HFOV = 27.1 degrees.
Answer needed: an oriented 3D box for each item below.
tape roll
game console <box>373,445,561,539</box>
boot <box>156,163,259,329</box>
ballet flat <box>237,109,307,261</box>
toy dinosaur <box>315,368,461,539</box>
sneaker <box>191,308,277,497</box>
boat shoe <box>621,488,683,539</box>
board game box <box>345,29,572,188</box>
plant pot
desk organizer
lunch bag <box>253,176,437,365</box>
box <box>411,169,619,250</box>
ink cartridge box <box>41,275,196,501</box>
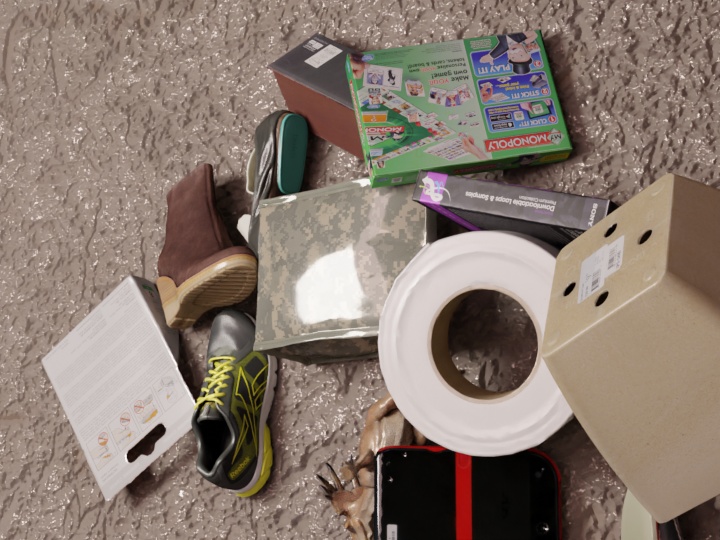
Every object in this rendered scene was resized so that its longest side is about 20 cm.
[{"bbox_3d":[0.118,0.063,1.351,0.201,0.071,0.205,1,92,17],"label":"tape roll"},{"bbox_3d":[0.099,0.262,1.370,0.175,0.031,0.202,0,76,1],"label":"game console"},{"bbox_3d":[-0.170,-0.041,1.610,0.200,0.072,0.168,-32,55,54],"label":"boot"},{"bbox_3d":[-0.094,-0.072,1.608,0.068,0.068,0.202,-6,73,43],"label":"ballet flat"},{"bbox_3d":[0.022,0.174,1.468,0.085,0.136,0.201,29,70,-7],"label":"toy dinosaur"},{"bbox_3d":[-0.136,0.134,1.570,0.074,0.084,0.202,-16,70,28],"label":"sneaker"},{"bbox_3d":[0.270,0.274,1.290,0.062,0.071,0.202,-1,70,-11],"label":"boat shoe"},{"bbox_3d":[0.094,-0.159,1.457,0.198,0.029,0.136,-8,70,-9],"label":"board game box"},{"bbox_3d":[0.259,0.045,1.207,0.200,0.177,0.201,-37,23,37],"label":"plant pot"},{"bbox_3d":[-0.009,-0.176,1.566,0.072,0.077,0.200,-36,38,-18],"label":"desk organizer"},{"bbox_3d":[0.000,0.000,1.496,0.199,0.117,0.166,-10,73,36],"label":"lunch bag"},{"bbox_3d":[0.166,-0.047,1.384,0.199,0.143,0.036,14,84,34],"label":"box"},{"bbox_3d":[-0.260,0.132,1.677,0.161,0.050,0.201,-41,64,18],"label":"ink cartridge box"}]
